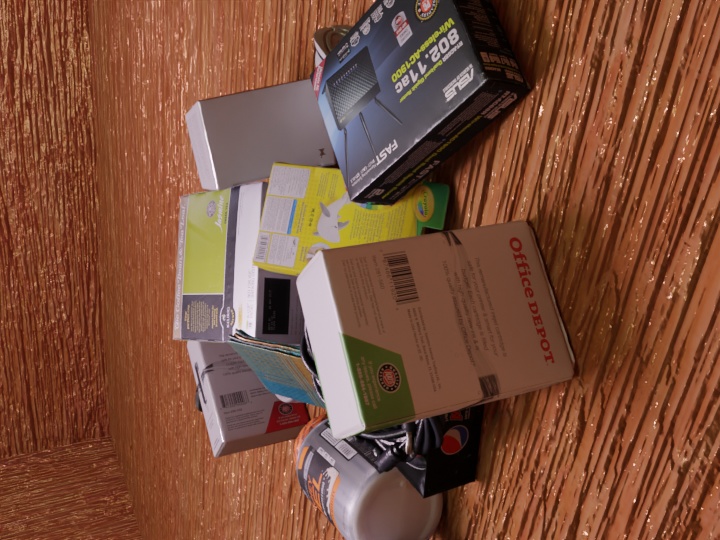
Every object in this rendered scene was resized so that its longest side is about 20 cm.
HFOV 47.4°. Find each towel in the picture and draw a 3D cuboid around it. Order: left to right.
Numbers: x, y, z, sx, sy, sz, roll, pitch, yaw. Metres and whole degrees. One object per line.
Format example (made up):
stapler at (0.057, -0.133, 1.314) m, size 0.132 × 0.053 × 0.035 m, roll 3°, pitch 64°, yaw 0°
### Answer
towel at (-0.045, 0.129, 0.961) m, size 0.199 × 0.022 × 0.147 m, roll 11°, pitch 150°, yaw 25°

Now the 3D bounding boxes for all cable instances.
cable at (0.006, 0.094, 0.801) m, size 0.201 × 0.051 × 0.163 m, roll 62°, pitch 146°, yaw 13°

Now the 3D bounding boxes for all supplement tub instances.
supplement tub at (0.000, 0.248, 0.978) m, size 0.200 × 0.122 × 0.124 m, roll 21°, pitch 116°, yaw 62°

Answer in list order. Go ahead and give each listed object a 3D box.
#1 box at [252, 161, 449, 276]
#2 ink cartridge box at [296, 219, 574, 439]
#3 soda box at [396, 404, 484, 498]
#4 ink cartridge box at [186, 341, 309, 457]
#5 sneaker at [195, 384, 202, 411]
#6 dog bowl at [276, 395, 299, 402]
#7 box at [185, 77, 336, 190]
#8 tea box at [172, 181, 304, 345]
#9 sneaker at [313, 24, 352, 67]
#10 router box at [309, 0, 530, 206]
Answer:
box at (-0.007, -0.045, 0.859) m, size 0.198 × 0.048 × 0.118 m, roll 9°, pitch 83°, yaw 23°
ink cartridge box at (0.063, 0.048, 0.699) m, size 0.084 × 0.198 × 0.147 m, roll 137°, pitch 122°, yaw -63°
soda box at (0.082, 0.124, 0.827) m, size 0.063 × 0.070 × 0.202 m, roll 38°, pitch 131°, yaw 54°
ink cartridge box at (-0.184, 0.178, 1.316) m, size 0.084 × 0.143 × 0.201 m, roll -55°, pitch 48°, yaw 55°
sneaker at (-0.298, 0.187, 1.643) m, size 0.114 × 0.076 × 0.201 m, roll 57°, pitch 142°, yaw 44°
dog bowl at (-0.101, 0.104, 1.222) m, size 0.200 × 0.058 × 0.202 m, roll 33°, pitch 127°, yaw 58°
box at (-0.134, -0.171, 1.050) m, size 0.200 × 0.151 × 0.107 m, roll -161°, pitch 58°, yaw -73°
tea box at (-0.143, -0.002, 1.098) m, size 0.196 × 0.133 × 0.202 m, roll -1°, pitch 85°, yaw 45°
sneaker at (-0.003, -0.188, 0.926) m, size 0.081 × 0.076 × 0.201 m, roll 102°, pitch 156°, yaw -52°
router box at (0.046, -0.175, 0.763) m, size 0.200 × 0.062 × 0.151 m, roll -38°, pitch 62°, yaw 42°
